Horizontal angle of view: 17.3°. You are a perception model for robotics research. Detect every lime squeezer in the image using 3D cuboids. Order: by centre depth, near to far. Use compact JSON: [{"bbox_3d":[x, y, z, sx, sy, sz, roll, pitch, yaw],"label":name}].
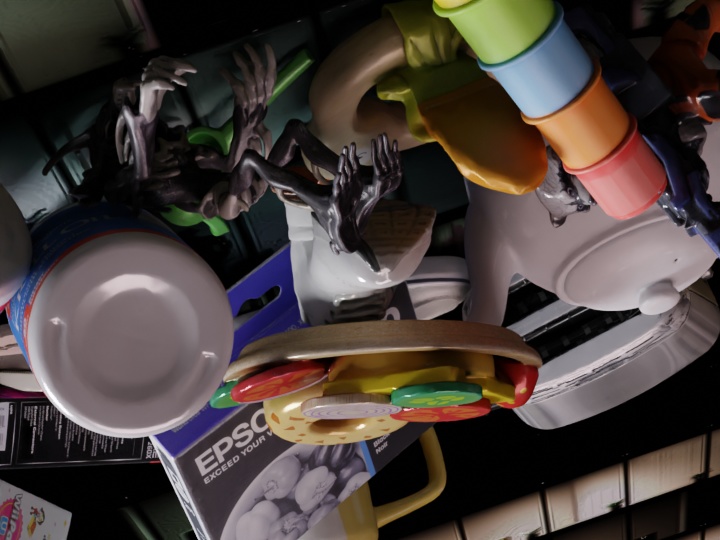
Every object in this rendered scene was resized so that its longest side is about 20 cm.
[{"bbox_3d":[-0.082,-0.059,1.392,0.070,0.038,0.200,-9,154,-24],"label":"lime squeezer"}]

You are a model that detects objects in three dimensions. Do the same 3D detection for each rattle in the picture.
[{"bbox_3d":[0.030,-0.057,1.365,0.130,0.143,0.200,-21,159,-49],"label":"rattle"}]

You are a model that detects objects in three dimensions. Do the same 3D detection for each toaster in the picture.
[{"bbox_3d":[0.152,0.035,1.663,0.199,0.114,0.129,-27,163,8],"label":"toaster"}]

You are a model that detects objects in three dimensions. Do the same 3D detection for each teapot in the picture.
[{"bbox_3d":[0.170,-0.043,1.484,0.197,0.147,0.200,3,148,-42],"label":"teapot"}]

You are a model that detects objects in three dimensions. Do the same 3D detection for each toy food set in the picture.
[{"bbox_3d":[0.009,0.067,1.423,0.199,0.049,0.198,-8,168,25],"label":"toy food set"}]

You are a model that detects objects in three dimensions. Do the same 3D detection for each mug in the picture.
[{"bbox_3d":[-0.042,0.153,1.722,0.186,0.154,0.149,-24,164,12],"label":"mug"}]

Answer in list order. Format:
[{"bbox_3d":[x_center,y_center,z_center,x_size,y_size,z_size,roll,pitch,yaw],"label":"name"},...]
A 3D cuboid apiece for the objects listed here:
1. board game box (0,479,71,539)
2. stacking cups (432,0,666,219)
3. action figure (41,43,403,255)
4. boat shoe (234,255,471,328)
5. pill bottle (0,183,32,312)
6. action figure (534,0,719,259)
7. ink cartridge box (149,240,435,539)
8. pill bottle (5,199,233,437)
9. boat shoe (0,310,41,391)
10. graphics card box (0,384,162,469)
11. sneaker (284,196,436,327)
[{"bbox_3d":[-0.309,0.167,1.616,0.147,0.065,0.200,4,165,23],"label":"board game box"},{"bbox_3d":[0.096,-0.113,1.249,0.060,0.061,0.200,-29,120,23],"label":"stacking cups"},{"bbox_3d":[-0.079,-0.072,1.285,0.199,0.102,0.119,13,-158,23],"label":"action figure"},{"bbox_3d":[-0.011,0.050,1.646,0.199,0.070,0.071,-17,157,-3],"label":"boat shoe"},{"bbox_3d":[-0.274,0.030,1.319,0.110,0.111,0.200,3,141,-41],"label":"pill bottle"},{"bbox_3d":[0.188,-0.076,1.357,0.193,0.200,0.105,-26,149,0],"label":"action figure"},{"bbox_3d":[-0.044,0.082,1.547,0.198,0.043,0.200,-38,137,-18],"label":"ink cartridge box"},{"bbox_3d":[-0.142,0.020,1.335,0.112,0.113,0.200,-14,-168,-12],"label":"pill bottle"},{"bbox_3d":[-0.250,0.037,1.448,0.199,0.072,0.060,1,111,-14],"label":"boat shoe"},{"bbox_3d":[-0.233,0.091,1.515,0.199,0.051,0.125,0,-170,-38],"label":"graphics card box"},{"bbox_3d":[0.000,0.000,1.392,0.074,0.088,0.200,0,-177,-9],"label":"sneaker"}]
